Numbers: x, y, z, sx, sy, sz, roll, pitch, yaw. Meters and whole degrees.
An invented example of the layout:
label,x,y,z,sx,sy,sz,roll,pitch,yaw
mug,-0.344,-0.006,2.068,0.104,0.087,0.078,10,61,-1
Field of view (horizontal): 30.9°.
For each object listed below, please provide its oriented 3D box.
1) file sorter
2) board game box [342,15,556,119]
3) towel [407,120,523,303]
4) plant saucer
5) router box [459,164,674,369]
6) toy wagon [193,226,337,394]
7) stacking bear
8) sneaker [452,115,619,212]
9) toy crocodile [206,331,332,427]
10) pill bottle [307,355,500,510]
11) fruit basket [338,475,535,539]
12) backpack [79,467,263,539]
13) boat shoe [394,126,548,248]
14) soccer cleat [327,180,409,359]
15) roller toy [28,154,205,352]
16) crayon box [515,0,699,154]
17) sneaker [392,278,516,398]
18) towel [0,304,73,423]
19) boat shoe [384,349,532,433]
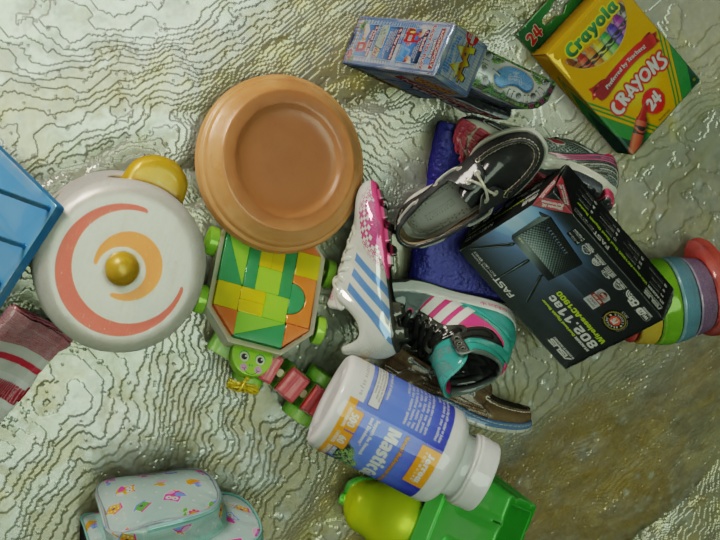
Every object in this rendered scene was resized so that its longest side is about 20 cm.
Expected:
label,x,y,z,sx,sy,sz,roll,pitch,yaw
file sorter,-0.424,-0.031,1.300,0.201,0.139,0.122,-55,149,7
board game box,0.102,-0.217,1.424,0.198,0.200,0.062,22,91,-17
towel,0.139,-0.069,1.541,0.146,0.050,0.202,10,95,-11
plant saucer,-0.085,-0.120,1.448,0.198,0.037,0.203,1,87,-22
router box,0.232,-0.001,1.467,0.200,0.149,0.062,47,42,-11
toy wagon,-0.109,0.038,1.456,0.154,0.040,0.202,15,69,-17
stacking bear,0.344,0.041,1.585,0.198,0.114,0.123,-10,101,-9
sneaker,0.199,-0.126,1.489,0.198,0.081,0.075,24,55,-3
toy crocodile,-0.087,0.124,1.496,0.199,0.062,0.068,37,88,-17
pill bottle,0.051,0.186,1.439,0.199,0.112,0.113,28,91,-6
fruit basket,0.079,0.310,1.549,0.217,0.215,0.155,-58,148,-1
backpack,-0.203,0.306,1.434,0.198,0.176,0.155,1,103,-20
boat shoe,0.119,-0.088,1.439,0.199,0.060,0.074,-28,105,27
soccer cleat,0.000,0.000,1.458,0.085,0.070,0.202,-8,81,7
roller toy,-0.257,-0.011,1.386,0.199,0.140,0.184,-26,105,-11
crayon box,0.295,-0.253,1.551,0.200,0.051,0.127,44,86,-17
sneaker,0.084,0.085,1.493,0.198,0.121,0.084,10,131,-5
towel,-0.398,0.130,1.374,0.023,0.144,0.200,38,87,17
boat shoe,0.121,0.142,1.553,0.198,0.072,0.073,16,93,-17
